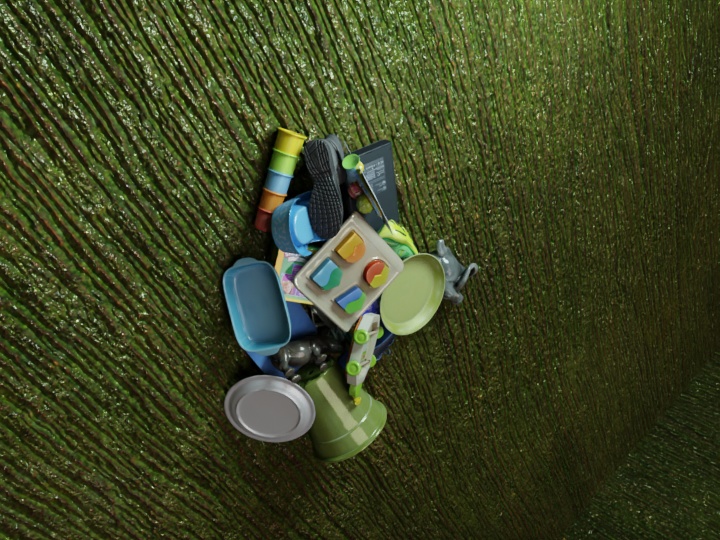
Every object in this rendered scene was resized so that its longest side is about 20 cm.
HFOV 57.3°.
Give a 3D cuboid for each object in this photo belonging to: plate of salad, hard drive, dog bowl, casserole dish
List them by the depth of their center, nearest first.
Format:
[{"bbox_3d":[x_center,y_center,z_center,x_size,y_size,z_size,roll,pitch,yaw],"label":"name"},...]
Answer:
[{"bbox_3d":[-0.113,-0.098,1.313,0.200,0.049,0.112,-45,127,-60],"label":"dog bowl"},{"bbox_3d":[-0.202,0.070,1.318,0.039,0.121,0.200,-31,108,-74],"label":"casserole dish"},{"bbox_3d":[-0.197,0.299,1.442,0.200,0.048,0.200,2,122,3],"label":"plate of salad"},{"bbox_3d":[0.019,-0.173,1.462,0.139,0.033,0.200,-28,126,-29],"label":"hard drive"}]

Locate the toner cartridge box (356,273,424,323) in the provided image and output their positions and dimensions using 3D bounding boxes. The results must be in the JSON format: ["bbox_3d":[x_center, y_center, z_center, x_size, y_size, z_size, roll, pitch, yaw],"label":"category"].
[{"bbox_3d":[0.046,0.049,1.551,0.200,0.095,0.043,-28,126,-29],"label":"toner cartridge box"}]

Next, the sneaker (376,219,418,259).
[{"bbox_3d":[0.076,-0.060,1.536,0.084,0.074,0.200,-31,155,11],"label":"sneaker"}]

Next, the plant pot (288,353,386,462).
[{"bbox_3d":[-0.072,0.300,1.512,0.200,0.200,0.190,-40,112,-20],"label":"plant pot"}]

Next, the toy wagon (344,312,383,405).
[{"bbox_3d":[0.002,0.193,1.440,0.155,0.040,0.200,4,101,-76],"label":"toy wagon"}]

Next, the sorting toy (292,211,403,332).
[{"bbox_3d":[-0.017,0.007,1.360,0.200,0.036,0.185,-50,124,-7],"label":"sorting toy"}]

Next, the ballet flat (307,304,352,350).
[{"bbox_3d":[-0.071,0.123,1.518,0.064,0.067,0.200,-23,128,2],"label":"ballet flat"}]

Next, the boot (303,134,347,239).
[{"bbox_3d":[-0.055,-0.170,1.320,0.132,0.070,0.200,-41,130,-70],"label":"boot"}]

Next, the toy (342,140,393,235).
[{"bbox_3d":[0.002,-0.157,1.339,0.047,0.115,0.200,-27,144,-1],"label":"toy"}]

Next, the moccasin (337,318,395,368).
[{"bbox_3d":[0.018,0.196,1.621,0.200,0.080,0.068,-41,137,0],"label":"moccasin"}]

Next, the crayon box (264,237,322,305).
[{"bbox_3d":[-0.098,0.009,1.387,0.200,0.058,0.119,11,100,-24],"label":"crayon box"}]

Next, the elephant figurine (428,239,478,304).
[{"bbox_3d":[0.228,0.009,1.686,0.200,0.155,0.142,-9,73,-49],"label":"elephant figurine"}]

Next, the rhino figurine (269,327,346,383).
[{"bbox_3d":[-0.108,0.176,1.434,0.200,0.087,0.060,-17,136,-39],"label":"rhino figurine"}]

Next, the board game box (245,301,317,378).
[{"bbox_3d":[-0.180,0.144,1.442,0.158,0.039,0.200,-49,136,-20],"label":"board game box"}]

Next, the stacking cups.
[{"bbox_3d":[-0.166,-0.175,1.288,0.060,0.060,0.200,10,106,-43],"label":"stacking cups"}]

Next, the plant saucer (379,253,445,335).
[{"bbox_3d":[0.114,0.051,1.523,0.200,0.031,0.200,-18,120,-33],"label":"plant saucer"}]
